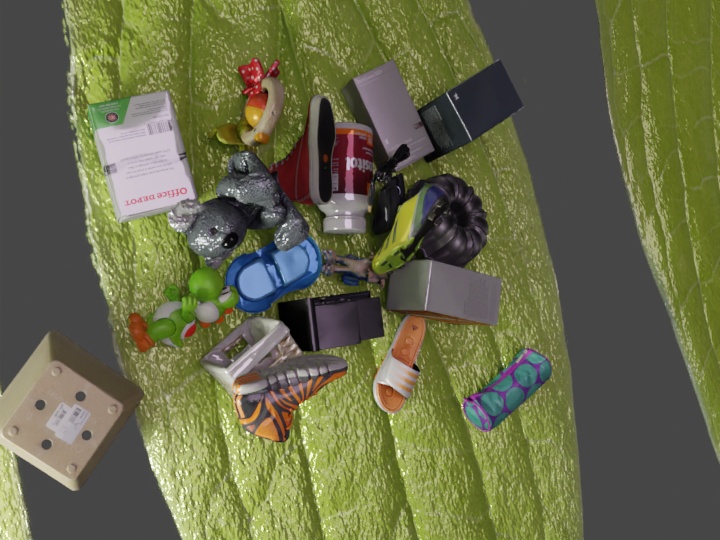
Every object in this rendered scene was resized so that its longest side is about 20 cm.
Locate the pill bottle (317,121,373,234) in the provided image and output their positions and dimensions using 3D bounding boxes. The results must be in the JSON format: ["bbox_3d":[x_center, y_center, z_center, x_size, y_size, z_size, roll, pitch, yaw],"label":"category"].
[{"bbox_3d":[-0.030,-0.176,1.482,0.110,0.113,0.205,2,85,-21],"label":"pill bottle"}]

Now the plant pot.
[{"bbox_3d":[-0.480,0.232,1.234,0.199,0.177,0.202,37,73,-14],"label":"plant pot"}]

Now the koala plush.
[{"bbox_3d":[-0.226,-0.096,1.346,0.199,0.184,0.178,-39,135,0],"label":"koala plush"}]

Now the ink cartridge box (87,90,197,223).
[{"bbox_3d":[-0.388,-0.200,1.356,0.143,0.084,0.205,-15,91,-22],"label":"ink cartridge box"}]

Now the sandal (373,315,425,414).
[{"bbox_3d":[0.087,0.182,1.526,0.078,0.059,0.211,23,78,-18],"label":"sandal"}]

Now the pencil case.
[{"bbox_3d":[0.307,0.247,1.596,0.199,0.085,0.094,-37,115,-21],"label":"pencil case"}]

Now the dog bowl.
[{"bbox_3d":[-0.169,0.003,1.446,0.198,0.049,0.113,-29,96,-22],"label":"dog bowl"}]

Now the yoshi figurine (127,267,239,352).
[{"bbox_3d":[-0.315,0.057,1.340,0.197,0.112,0.114,-24,68,-11],"label":"yoshi figurine"}]

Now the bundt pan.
[{"bbox_3d":[0.187,-0.107,1.545,0.199,0.075,0.206,19,59,-35],"label":"bundt pan"}]

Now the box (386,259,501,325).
[{"bbox_3d":[0.167,0.047,1.512,0.197,0.123,0.100,14,80,-35],"label":"box"}]

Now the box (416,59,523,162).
[{"bbox_3d":[0.205,-0.318,1.541,0.147,0.199,0.108,-33,97,-20],"label":"box"}]

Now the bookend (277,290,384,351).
[{"bbox_3d":[-0.033,0.090,1.412,0.194,0.199,0.094,-7,88,-21],"label":"bookend"}]

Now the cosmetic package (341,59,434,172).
[{"bbox_3d":[0.055,-0.307,1.542,0.106,0.090,0.203,-29,99,-18],"label":"cosmetic package"}]

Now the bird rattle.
[{"bbox_3d":[-0.184,-0.298,1.415,0.112,0.162,0.203,32,84,-34],"label":"bird rattle"}]

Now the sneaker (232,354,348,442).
[{"bbox_3d":[-0.110,0.210,1.250,0.196,0.077,0.115,-13,104,-16],"label":"sneaker"}]

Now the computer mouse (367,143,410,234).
[{"bbox_3d":[0.053,-0.131,1.464,0.045,0.203,0.140,26,41,16],"label":"computer mouse"}]

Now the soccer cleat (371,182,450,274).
[{"bbox_3d":[0.086,-0.079,1.452,0.201,0.084,0.065,-49,147,2],"label":"soccer cleat"}]

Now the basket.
[{"bbox_3d":[-0.181,0.173,1.349,0.135,0.199,0.124,-40,104,-19],"label":"basket"}]

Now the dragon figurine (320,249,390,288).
[{"bbox_3d":[0.000,0.000,1.504,0.199,0.098,0.060,23,75,-56],"label":"dragon figurine"}]

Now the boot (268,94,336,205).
[{"bbox_3d":[-0.121,-0.227,1.436,0.072,0.142,0.205,2,92,-59],"label":"boot"}]
